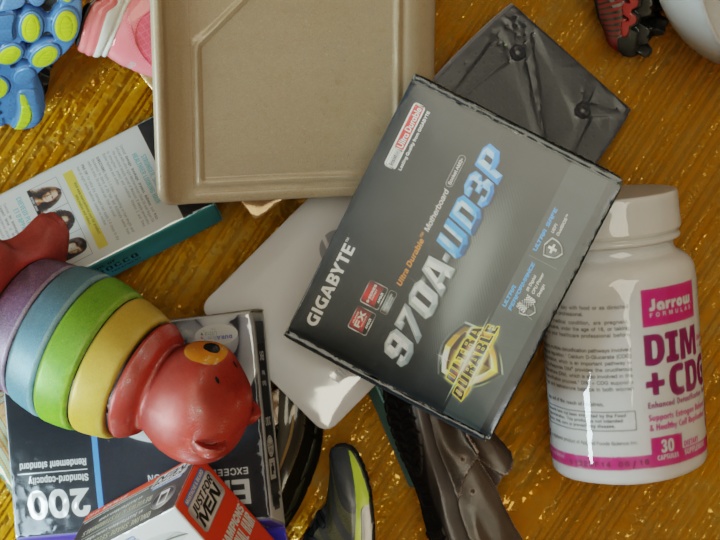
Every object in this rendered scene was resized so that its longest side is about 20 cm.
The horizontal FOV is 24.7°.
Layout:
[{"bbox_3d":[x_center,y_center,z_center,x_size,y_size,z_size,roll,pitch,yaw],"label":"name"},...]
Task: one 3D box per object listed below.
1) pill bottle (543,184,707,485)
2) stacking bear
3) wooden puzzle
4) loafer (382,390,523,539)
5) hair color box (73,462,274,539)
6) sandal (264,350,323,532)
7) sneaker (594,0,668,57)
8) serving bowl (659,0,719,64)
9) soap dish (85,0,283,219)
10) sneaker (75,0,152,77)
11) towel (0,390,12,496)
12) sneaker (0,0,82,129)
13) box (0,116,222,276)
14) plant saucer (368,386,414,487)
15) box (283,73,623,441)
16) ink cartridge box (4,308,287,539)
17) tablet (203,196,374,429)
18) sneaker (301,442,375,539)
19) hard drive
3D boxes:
[{"bbox_3d":[0.186,0.043,1.177,0.113,0.113,0.200,-6,99,-3],"label":"pill bottle"},{"bbox_3d":[-0.162,0.059,1.085,0.200,0.121,0.114,26,111,14],"label":"stacking bear"},{"bbox_3d":[-0.045,-0.141,1.118,0.200,0.037,0.185,-5,108,-16],"label":"wooden puzzle"},{"bbox_3d":[0.071,0.135,1.195,0.071,0.073,0.200,-16,93,-16],"label":"loafer"},{"bbox_3d":[-0.095,0.233,1.119,0.111,0.064,0.200,-29,110,26],"label":"hair color box"},{"bbox_3d":[-0.060,0.109,1.197,0.054,0.082,0.200,11,89,14],"label":"sandal"},{"bbox_3d":[0.179,-0.256,1.218,0.098,0.071,0.201,1,110,28],"label":"sneaker"},{"bbox_3d":[0.261,-0.244,1.186,0.066,0.200,0.201,6,88,40],"label":"serving bowl"},{"bbox_3d":[-0.076,-0.162,1.196,0.157,0.081,0.200,-38,91,-3],"label":"soap dish"},{"bbox_3d":[-0.118,-0.224,1.131,0.087,0.074,0.200,28,91,-16],"label":"sneaker"},{"bbox_3d":[-0.201,0.121,1.216,0.147,0.022,0.200,-32,91,-4],"label":"towel"},{"bbox_3d":[-0.237,-0.170,1.137,0.071,0.200,0.083,4,68,-18],"label":"sneaker"},{"bbox_3d":[-0.208,-0.032,1.196,0.200,0.049,0.082,-27,77,-3],"label":"box"},{"bbox_3d":[0.029,0.059,1.230,0.070,0.019,0.200,-24,89,-4],"label":"plant saucer"},{"bbox_3d":[0.063,-0.009,1.112,0.159,0.046,0.200,28,98,4],"label":"box"},{"bbox_3d":[-0.153,0.136,1.158,0.198,0.043,0.200,-7,89,17],"label":"ink cartridge box"},{"bbox_3d":[0.000,0.000,1.167,0.130,0.014,0.200,44,84,10],"label":"tablet"},{"bbox_3d":[-0.035,0.223,1.192,0.081,0.074,0.200,10,92,-2],"label":"sneaker"},{"bbox_3d":[0.090,-0.083,1.217,0.135,0.042,0.200,41,82,-2],"label":"hard drive"}]
